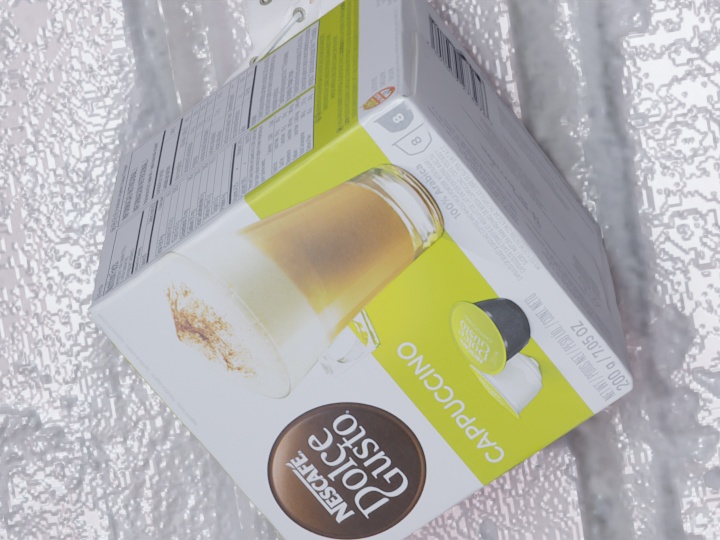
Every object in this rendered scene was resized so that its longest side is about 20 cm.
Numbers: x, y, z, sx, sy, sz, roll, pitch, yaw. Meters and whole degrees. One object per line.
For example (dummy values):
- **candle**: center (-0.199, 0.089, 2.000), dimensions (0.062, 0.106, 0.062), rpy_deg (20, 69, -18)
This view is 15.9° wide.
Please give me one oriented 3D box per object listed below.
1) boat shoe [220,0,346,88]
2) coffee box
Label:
- **boat shoe**: center (-0.037, -0.134, 1.428), dimensions (0.069, 0.071, 0.200), rpy_deg (37, 103, 5)
- **coffee box**: center (0.000, 0.000, 1.336), dimensions (0.198, 0.200, 0.200), rpy_deg (-34, 111, 14)
